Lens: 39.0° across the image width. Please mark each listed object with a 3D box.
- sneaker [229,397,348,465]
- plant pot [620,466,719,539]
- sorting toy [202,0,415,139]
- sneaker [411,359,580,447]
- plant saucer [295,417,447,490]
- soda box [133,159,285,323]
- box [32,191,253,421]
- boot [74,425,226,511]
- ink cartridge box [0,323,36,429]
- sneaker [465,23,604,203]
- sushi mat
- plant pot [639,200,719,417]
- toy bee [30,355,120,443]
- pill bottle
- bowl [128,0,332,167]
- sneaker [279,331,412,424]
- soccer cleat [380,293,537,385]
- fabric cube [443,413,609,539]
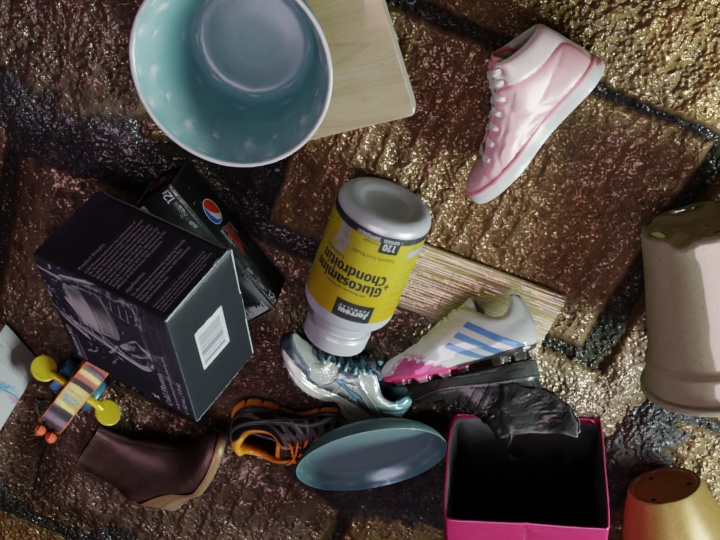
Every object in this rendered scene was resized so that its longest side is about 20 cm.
[{"bbox_3d":[-0.082,0.230,1.366,0.199,0.077,0.079,5,120,6],"label":"sneaker"},{"bbox_3d":[0.412,0.365,1.308,0.185,0.186,0.201,-11,106,17],"label":"plant pot"},{"bbox_3d":[-0.059,-0.246,1.075,0.199,0.070,0.200,-11,118,17],"label":"sorting toy"},{"bbox_3d":[0.167,0.174,1.270,0.199,0.060,0.105,-14,81,15],"label":"sneaker"},{"bbox_3d":[0.013,0.236,1.318,0.199,0.028,0.201,-8,149,-5],"label":"plant saucer"},{"bbox_3d":[-0.179,-0.030,1.228,0.063,0.071,0.200,-28,113,24],"label":"soda box"},{"bbox_3d":[-0.248,0.042,1.192,0.196,0.124,0.201,24,145,23],"label":"box"},{"bbox_3d":[-0.295,0.261,1.420,0.166,0.073,0.200,30,128,-17],"label":"boot"},{"bbox_3d":[-0.535,0.180,1.348,0.147,0.200,0.086,-24,115,23],"label":"ink cartridge box"},{"bbox_3d":[0.155,-0.172,1.076,0.104,0.075,0.200,34,114,-15],"label":"sneaker"},{"bbox_3d":[0.141,0.035,1.242,0.199,0.012,0.096,20,123,-2],"label":"sushi mat"},{"bbox_3d":[0.387,0.029,1.101,0.199,0.201,0.184,-12,108,17],"label":"plant pot"},{"bbox_3d":[-0.390,0.181,1.377,0.130,0.109,0.201,19,123,-3],"label":"toy bee"},{"bbox_3d":[0.000,0.000,1.189,0.111,0.112,0.201,20,122,-2],"label":"pill bottle"},{"bbox_3d":[-0.116,-0.216,1.001,0.199,0.105,0.202,5,122,8],"label":"bowl"},{"bbox_3d":[-0.016,0.130,1.302,0.200,0.078,0.086,39,115,-24],"label":"sneaker"},{"bbox_3d":[0.115,0.083,1.232,0.199,0.070,0.087,-15,83,16],"label":"soccer cleat"},{"bbox_3d":[0.209,0.323,1.298,0.199,0.197,0.200,2,123,9],"label":"fabric cube"}]
